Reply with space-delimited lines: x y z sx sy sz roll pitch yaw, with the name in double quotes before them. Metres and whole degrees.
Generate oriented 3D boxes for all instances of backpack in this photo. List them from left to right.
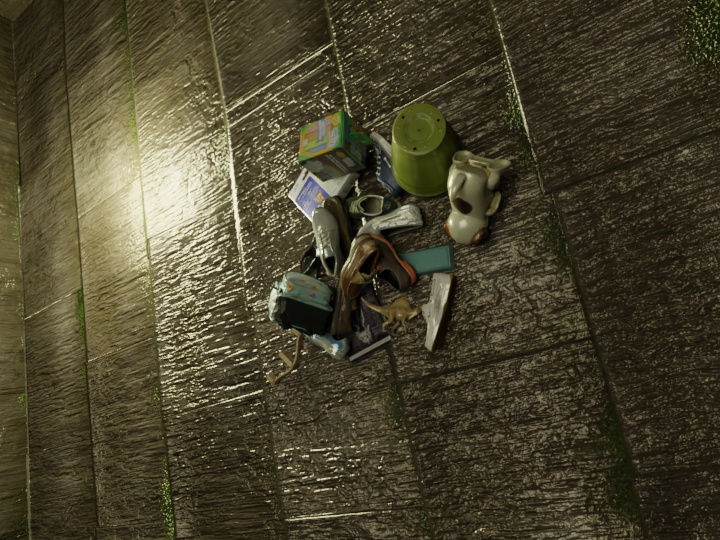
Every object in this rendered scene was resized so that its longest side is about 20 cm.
"backpack" -0.174 0.089 1.549 0.200 0.173 0.156 -160 86 -73

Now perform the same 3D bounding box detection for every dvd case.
"dvd case" 0.001 0.142 1.534 0.148 0.016 0.202 -31 67 26

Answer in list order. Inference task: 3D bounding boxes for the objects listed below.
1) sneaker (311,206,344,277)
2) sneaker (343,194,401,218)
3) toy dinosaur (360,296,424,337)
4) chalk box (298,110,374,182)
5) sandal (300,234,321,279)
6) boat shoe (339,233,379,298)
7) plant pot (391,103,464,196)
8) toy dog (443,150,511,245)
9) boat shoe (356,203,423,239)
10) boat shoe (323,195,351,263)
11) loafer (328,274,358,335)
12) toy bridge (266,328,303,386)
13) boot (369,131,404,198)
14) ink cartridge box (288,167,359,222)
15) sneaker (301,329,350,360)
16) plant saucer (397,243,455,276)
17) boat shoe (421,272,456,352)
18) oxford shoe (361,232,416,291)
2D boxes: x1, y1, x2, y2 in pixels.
"sneaker" -0.088 -0.077 1.498 0.069 0.080 0.203 -14 107 8
"sneaker" 0.012 -0.185 1.523 0.198 0.089 0.068 7 88 34
"toy dinosaur" 0.093 0.124 1.463 0.197 0.058 0.103 1 70 26
"chalk box" -0.059 -0.353 1.515 0.198 0.124 0.126 -13 64 31
"sandal" -0.148 -0.032 1.603 0.075 0.047 0.202 48 132 34
"boat shoe" 0.000 0.000 1.417 0.074 0.075 0.202 49 140 35
"plant pot" 0.158 -0.313 1.348 0.197 0.193 0.204 -3 78 13
"toy dog" 0.270 -0.159 1.302 0.138 0.194 0.203 14 125 21
"boat shoe" 0.078 -0.114 1.482 0.200 0.074 0.066 -23 67 22
"boat shoe" -0.053 -0.119 1.560 0.071 0.066 0.204 -2 110 33
"loafer" -0.040 0.087 1.529 0.073 0.070 0.203 156 126 -75
"toy bridge" -0.222 0.274 1.659 0.067 0.027 0.202 36 104 30
"boot" 0.067 -0.296 1.503 0.090 0.073 0.201 -42 63 5
"ink cartridge box" -0.115 -0.257 1.640 0.199 0.047 0.200 -57 46 15
"sneaker" -0.105 0.193 1.569 0.199 0.072 0.073 24 77 40
"plant saucer" 0.157 -0.022 1.450 0.198 0.019 0.071 -10 79 31
"boat shoe" 0.189 0.104 1.380 0.068 0.071 0.203 11 81 25
"oxford shoe" 0.058 -0.025 1.440 0.200 0.072 0.072 42 134 18
